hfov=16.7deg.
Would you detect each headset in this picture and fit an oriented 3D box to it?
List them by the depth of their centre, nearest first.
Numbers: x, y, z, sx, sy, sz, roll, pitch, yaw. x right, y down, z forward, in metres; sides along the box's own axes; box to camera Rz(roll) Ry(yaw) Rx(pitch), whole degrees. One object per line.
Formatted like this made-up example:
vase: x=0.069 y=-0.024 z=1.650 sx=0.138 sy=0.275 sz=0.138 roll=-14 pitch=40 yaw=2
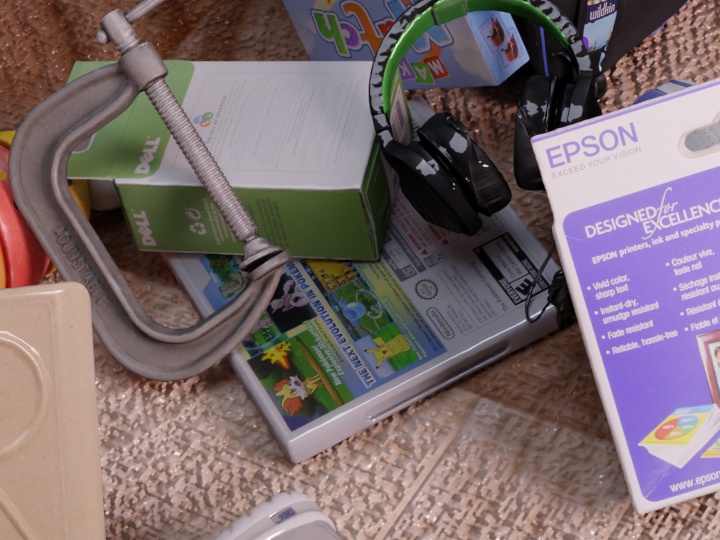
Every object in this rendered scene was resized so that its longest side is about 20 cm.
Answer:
headset: x=0.077 y=-0.064 z=1.311 sx=0.123 sy=0.094 sz=0.201 roll=-21 pitch=76 yaw=2

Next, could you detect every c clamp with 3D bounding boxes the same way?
c clamp: x=-0.106 y=-0.047 z=1.334 sx=0.170 sy=0.201 sz=0.027 roll=-27 pitch=-1 yaw=15

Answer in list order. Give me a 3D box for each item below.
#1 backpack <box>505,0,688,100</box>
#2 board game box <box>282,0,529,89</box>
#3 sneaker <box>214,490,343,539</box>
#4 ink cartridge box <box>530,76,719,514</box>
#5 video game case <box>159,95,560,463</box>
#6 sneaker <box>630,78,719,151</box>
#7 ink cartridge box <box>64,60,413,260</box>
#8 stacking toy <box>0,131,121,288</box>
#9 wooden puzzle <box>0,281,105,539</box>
backpack: x=0.123 y=-0.224 z=1.427 sx=0.182 sy=0.200 sz=0.134 roll=-41 pitch=50 yaw=-21
board game box: x=-0.002 y=-0.197 z=1.408 sx=0.151 sy=0.201 sz=0.037 roll=2 pitch=36 yaw=48
sneaker: x=-0.074 y=0.190 z=1.179 sx=0.200 sy=0.075 sz=0.082 roll=-42 pitch=54 yaw=-19
ink cartridge box: x=0.201 y=-0.003 z=1.205 sx=0.197 sy=0.201 sz=0.043 roll=-17 pitch=12 yaw=1
video game case: x=0.000 y=0.000 z=1.377 sx=0.182 sy=0.022 sz=0.200 roll=-27 pitch=47 yaw=-9
sneaker: x=0.170 y=-0.013 z=1.297 sx=0.115 sy=0.081 sz=0.200 roll=-23 pitch=47 yaw=-9
ink cartridge box: x=-0.078 y=-0.065 z=1.400 sx=0.199 sy=0.059 sz=0.104 roll=2 pitch=48 yaw=16
stacking toy: x=-0.208 y=-0.037 z=1.420 sx=0.200 sy=0.147 sz=0.146 roll=-30 pitch=44 yaw=-35
wooden puzzle: x=-0.223 y=0.105 z=1.207 sx=0.199 sy=0.186 sz=0.046 roll=-7 pitch=10 yaw=-27
